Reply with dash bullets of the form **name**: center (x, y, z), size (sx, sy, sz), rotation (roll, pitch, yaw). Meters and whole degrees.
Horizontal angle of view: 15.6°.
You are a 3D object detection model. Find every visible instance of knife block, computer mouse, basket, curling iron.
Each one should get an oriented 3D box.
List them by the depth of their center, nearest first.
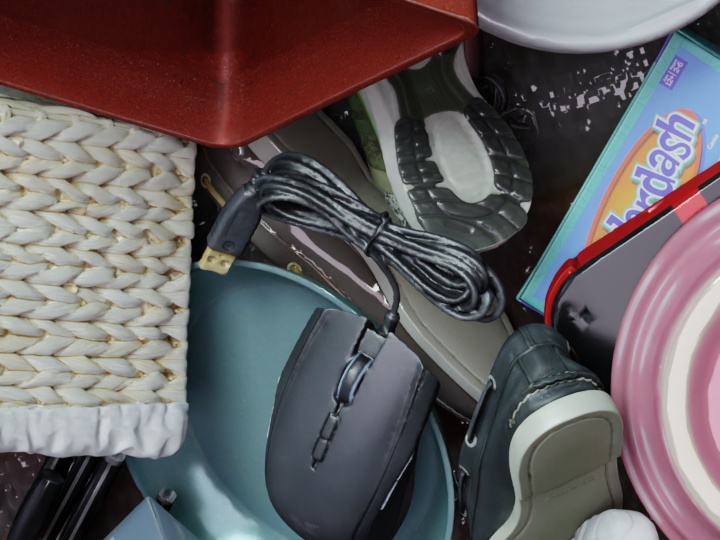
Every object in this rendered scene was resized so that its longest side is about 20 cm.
- **computer mouse**: center (-0.027, 0.045, 1.199), size (0.140, 0.046, 0.201), rotation (34, 130, 14)
- **basket**: center (-0.203, -0.006, 1.230), size (0.198, 0.199, 0.162), rotation (11, 94, 44)
- **curling iron**: center (0.058, -0.144, 1.270), size (0.049, 0.025, 0.201), rotation (-4, 91, 48)
- **knife block**: center (-0.178, 0.176, 1.320), size (0.199, 0.064, 0.177), rotation (-15, 103, 14)

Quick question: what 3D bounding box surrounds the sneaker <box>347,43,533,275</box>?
- **sneaker**: center (0.017, -0.081, 1.261), size (0.076, 0.089, 0.201), rotation (-9, 65, -17)

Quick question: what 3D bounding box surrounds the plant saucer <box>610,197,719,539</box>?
- **plant saucer**: center (0.210, 0.056, 1.174), size (0.199, 0.051, 0.202), rotation (1, 95, 10)

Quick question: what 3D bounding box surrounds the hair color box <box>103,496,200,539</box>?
- **hair color box**: center (-0.065, 0.213, 1.266), size (0.099, 0.061, 0.200), rotation (-44, 115, 5)

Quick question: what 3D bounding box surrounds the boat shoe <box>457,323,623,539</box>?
- **boat shoe**: center (0.077, 0.089, 1.228), size (0.074, 0.200, 0.066), rotation (-21, 63, -8)

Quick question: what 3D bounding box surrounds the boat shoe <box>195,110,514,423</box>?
- **boat shoe**: center (0.000, 0.000, 1.280), size (0.200, 0.072, 0.059), rotation (47, 123, -2)

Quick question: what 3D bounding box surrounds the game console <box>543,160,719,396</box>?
- **game console**: center (0.198, 0.048, 1.216), size (0.176, 0.031, 0.201), rotation (-33, 89, 11)

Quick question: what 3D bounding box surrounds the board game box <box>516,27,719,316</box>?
- **board game box**: center (0.197, -0.001, 1.245), size (0.199, 0.045, 0.153), rotation (32, 102, 7)

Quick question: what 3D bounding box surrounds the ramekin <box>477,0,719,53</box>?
- **ramekin**: center (0.094, -0.198, 1.203), size (0.201, 0.094, 0.204), rotation (0, 90, -6)

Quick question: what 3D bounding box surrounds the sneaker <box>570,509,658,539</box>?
- **sneaker**: center (0.148, 0.193, 1.250), size (0.099, 0.078, 0.201), rotation (-8, 123, -1)

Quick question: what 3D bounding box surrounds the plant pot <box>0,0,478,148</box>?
- **plant pot**: center (-0.079, -0.182, 1.113), size (0.200, 0.199, 0.177), rotation (-20, 61, 52)

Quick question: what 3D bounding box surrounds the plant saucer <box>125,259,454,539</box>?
- **plant saucer**: center (-0.032, 0.079, 1.277), size (0.199, 0.036, 0.201), rotation (17, 123, 28)
